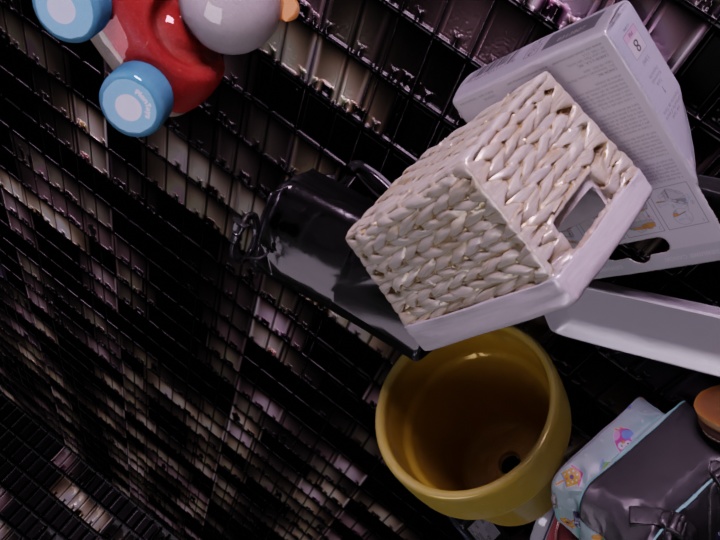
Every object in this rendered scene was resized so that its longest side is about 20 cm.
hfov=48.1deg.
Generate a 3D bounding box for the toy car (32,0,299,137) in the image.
[{"bbox_3d":[-0.146,-0.250,0.722,0.198,0.185,0.178,-20,117,22],"label":"toy car"}]

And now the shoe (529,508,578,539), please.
[{"bbox_3d":[0.275,0.357,1.049,0.090,0.072,0.201,20,147,26],"label":"shoe"}]

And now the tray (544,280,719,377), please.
[{"bbox_3d":[0.255,0.045,0.726,0.198,0.022,0.108,14,154,35],"label":"tray"}]

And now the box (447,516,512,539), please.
[{"bbox_3d":[0.176,0.375,1.135,0.201,0.043,0.160,53,171,-18],"label":"box"}]

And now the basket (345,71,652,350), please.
[{"bbox_3d":[0.094,-0.039,0.623,0.124,0.136,0.200,48,150,-8],"label":"basket"}]

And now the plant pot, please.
[{"bbox_3d":[0.141,0.185,0.886,0.199,0.203,0.189,13,155,36],"label":"plant pot"}]

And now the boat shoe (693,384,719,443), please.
[{"bbox_3d":[0.385,0.145,0.677,0.198,0.070,0.071,5,130,43],"label":"boat shoe"}]

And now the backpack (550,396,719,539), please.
[{"bbox_3d":[0.286,0.243,0.806,0.153,0.175,0.202,31,150,45],"label":"backpack"}]

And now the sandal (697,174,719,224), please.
[{"bbox_3d":[0.301,-0.026,0.585,0.198,0.048,0.076,9,135,41],"label":"sandal"}]

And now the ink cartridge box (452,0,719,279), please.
[{"bbox_3d":[0.185,-0.089,0.633,0.200,0.057,0.162,48,150,-20],"label":"ink cartridge box"}]

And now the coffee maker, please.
[{"bbox_3d":[0.000,0.000,0.799,0.198,0.192,0.136,27,129,17],"label":"coffee maker"}]
